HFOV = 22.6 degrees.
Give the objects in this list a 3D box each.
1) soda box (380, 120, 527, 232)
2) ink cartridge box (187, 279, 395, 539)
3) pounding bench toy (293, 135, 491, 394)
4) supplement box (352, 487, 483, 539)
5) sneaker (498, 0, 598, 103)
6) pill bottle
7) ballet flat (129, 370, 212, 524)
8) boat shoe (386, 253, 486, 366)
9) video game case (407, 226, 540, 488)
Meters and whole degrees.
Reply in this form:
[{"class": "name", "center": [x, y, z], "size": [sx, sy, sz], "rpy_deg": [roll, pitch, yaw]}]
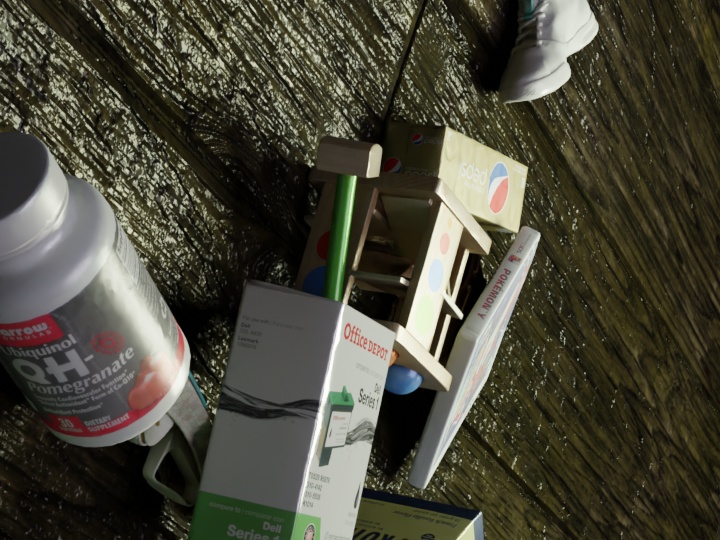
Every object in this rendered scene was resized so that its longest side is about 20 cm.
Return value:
[{"class": "soda box", "center": [0.088, -0.085, 1.681], "size": [0.200, 0.063, 0.069], "rpy_deg": [17, 81, -62]}, {"class": "ink cartridge box", "center": [-0.048, 0.122, 1.338], "size": [0.146, 0.083, 0.202], "rpy_deg": [31, 70, -70]}, {"class": "pounding bench toy", "center": [0.000, 0.000, 1.471], "size": [0.200, 0.123, 0.158], "rpy_deg": [45, 58, -56]}, {"class": "supplement box", "center": [0.011, 0.328, 1.556], "size": [0.200, 0.133, 0.202], "rpy_deg": [-38, 129, -53]}, {"class": "sneaker", "center": [0.178, -0.241, 1.826], "size": [0.200, 0.075, 0.089], "rpy_deg": [-55, 130, -50]}, {"class": "pill bottle", "center": [-0.190, 0.011, 1.129], "size": [0.111, 0.110, 0.201], "rpy_deg": [-63, 146, -32]}, {"class": "ballet flat", "center": [-0.140, 0.116, 1.301], "size": [0.063, 0.067, 0.201], "rpy_deg": [-54, 142, -26]}, {"class": "boat shoe", "center": [0.063, 0.035, 1.657], "size": [0.200, 0.070, 0.071], "rpy_deg": [-49, 145, -59]}, {"class": "video game case", "center": [0.108, 0.083, 1.707], "size": [0.183, 0.023, 0.201], "rpy_deg": [-55, 165, -48]}]
